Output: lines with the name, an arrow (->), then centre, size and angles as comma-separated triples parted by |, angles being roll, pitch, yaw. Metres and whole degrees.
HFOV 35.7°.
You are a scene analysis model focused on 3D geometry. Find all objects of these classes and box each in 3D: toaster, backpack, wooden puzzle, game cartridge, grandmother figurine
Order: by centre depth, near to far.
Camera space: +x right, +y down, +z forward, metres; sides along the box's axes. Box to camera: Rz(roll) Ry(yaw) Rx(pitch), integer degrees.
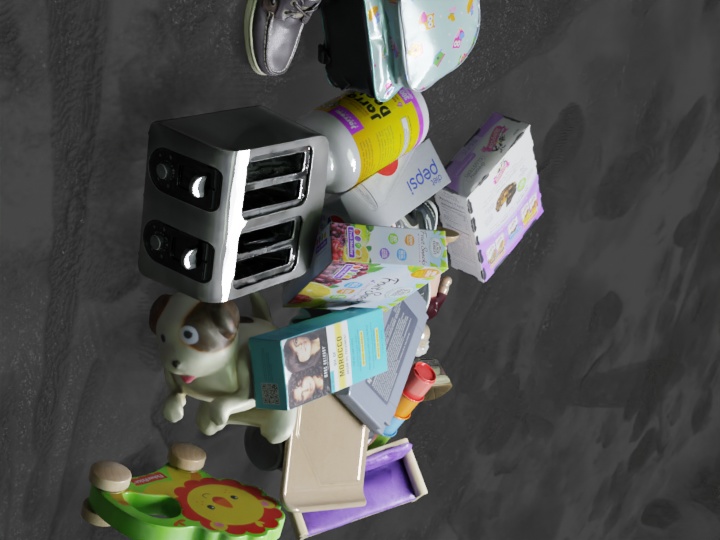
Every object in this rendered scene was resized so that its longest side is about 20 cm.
toaster -> -0.135, -0.076, 1.227 | 0.200, 0.119, 0.181 | -19, 127, -48
backpack -> 0.055, -0.312, 1.309 | 0.200, 0.153, 0.176 | -46, 138, -37
wooden puzzle -> -0.045, 0.206, 1.442 | 0.185, 0.037, 0.201 | 14, 76, -58
game cartridge -> 0.026, 0.099, 1.484 | 0.133, 0.041, 0.200 | 48, 53, -41
grandmother figurine -> 0.092, 0.037, 1.679 | 0.121, 0.061, 0.200 | -5, 116, -29

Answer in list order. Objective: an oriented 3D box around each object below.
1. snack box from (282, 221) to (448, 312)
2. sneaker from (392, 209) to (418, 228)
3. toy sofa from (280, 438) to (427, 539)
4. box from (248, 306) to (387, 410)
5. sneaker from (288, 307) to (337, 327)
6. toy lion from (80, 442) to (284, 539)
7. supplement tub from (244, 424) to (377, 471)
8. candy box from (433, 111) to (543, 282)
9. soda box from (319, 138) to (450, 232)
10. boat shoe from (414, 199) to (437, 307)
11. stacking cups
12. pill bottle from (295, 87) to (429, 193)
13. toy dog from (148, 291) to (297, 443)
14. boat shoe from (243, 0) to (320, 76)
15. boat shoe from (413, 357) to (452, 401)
snack box -> 0.000, 0.000, 1.335 | 0.142, 0.200, 0.053 | 2, 73, -20
sneaker -> 0.008, -0.066, 1.481 | 0.200, 0.074, 0.088 | 16, 71, -42
toy sofa -> -0.010, 0.315, 1.604 | 0.200, 0.083, 0.098 | -15, 162, -17
box -> -0.046, 0.100, 1.312 | 0.200, 0.049, 0.083 | -16, 103, -53
sneaker -> -0.019, 0.088, 1.539 | 0.200, 0.078, 0.140 | -40, 140, -32
toy lion -> -0.196, 0.282, 1.316 | 0.200, 0.191, 0.069 | -4, 115, -53
supplement tub -> -0.067, 0.215, 1.534 | 0.200, 0.107, 0.107 | -11, 120, -50
candy box -> 0.198, -0.111, 1.714 | 0.168, 0.071, 0.200 | -48, 145, -23
soda box -> 0.027, -0.095, 1.412 | 0.200, 0.063, 0.068 | -36, 102, -43
boat shoe -> 0.065, -0.003, 1.592 | 0.060, 0.075, 0.201 | -41, 136, -71
stacking cups -> 0.039, 0.211, 1.659 | 0.060, 0.061, 0.200 | -8, 139, -52
pill bottle -> -0.014, -0.159, 1.352 | 0.200, 0.104, 0.104 | -35, 138, -37
toy dog -> -0.158, 0.095, 1.298 | 0.200, 0.139, 0.194 | 48, 60, -55
boat shoe -> -0.074, -0.303, 1.206 | 0.072, 0.065, 0.200 | -11, 121, -53
boat shoe -> 0.049, 0.163, 1.701 | 0.200, 0.065, 0.073 | 8, 138, -40
